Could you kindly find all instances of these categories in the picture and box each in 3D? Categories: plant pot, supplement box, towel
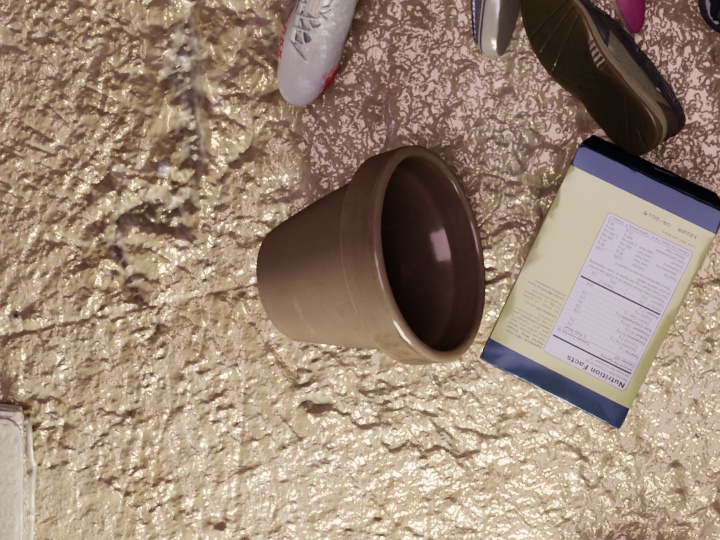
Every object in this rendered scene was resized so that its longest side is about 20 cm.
[{"bbox_3d":[0.000,0.000,1.217,0.173,0.200,0.203,-13,95,33],"label":"plant pot"},{"bbox_3d":[0.217,0.002,1.142,0.133,0.200,0.202,26,103,9],"label":"supplement box"},{"bbox_3d":[-0.425,0.241,1.424,0.130,0.034,0.203,6,101,14],"label":"towel"}]

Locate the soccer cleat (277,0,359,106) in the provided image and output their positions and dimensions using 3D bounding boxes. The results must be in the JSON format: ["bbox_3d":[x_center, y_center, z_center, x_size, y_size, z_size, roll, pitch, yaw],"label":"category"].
[{"bbox_3d":[-0.035,-0.253,1.227,0.068,0.085,0.202,27,103,8],"label":"soccer cleat"}]

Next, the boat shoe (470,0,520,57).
[{"bbox_3d":[0.103,-0.304,1.199,0.091,0.075,0.203,7,93,21],"label":"boat shoe"}]

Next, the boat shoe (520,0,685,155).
[{"bbox_3d":[0.223,-0.193,1.184,0.202,0.065,0.072,56,140,20],"label":"boat shoe"}]

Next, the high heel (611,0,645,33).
[{"bbox_3d":[0.258,-0.321,1.158,0.095,0.067,0.203,-11,86,17],"label":"high heel"}]

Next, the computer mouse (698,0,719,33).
[{"bbox_3d":[0.387,-0.194,1.154,0.197,0.046,0.143,14,97,0],"label":"computer mouse"}]
